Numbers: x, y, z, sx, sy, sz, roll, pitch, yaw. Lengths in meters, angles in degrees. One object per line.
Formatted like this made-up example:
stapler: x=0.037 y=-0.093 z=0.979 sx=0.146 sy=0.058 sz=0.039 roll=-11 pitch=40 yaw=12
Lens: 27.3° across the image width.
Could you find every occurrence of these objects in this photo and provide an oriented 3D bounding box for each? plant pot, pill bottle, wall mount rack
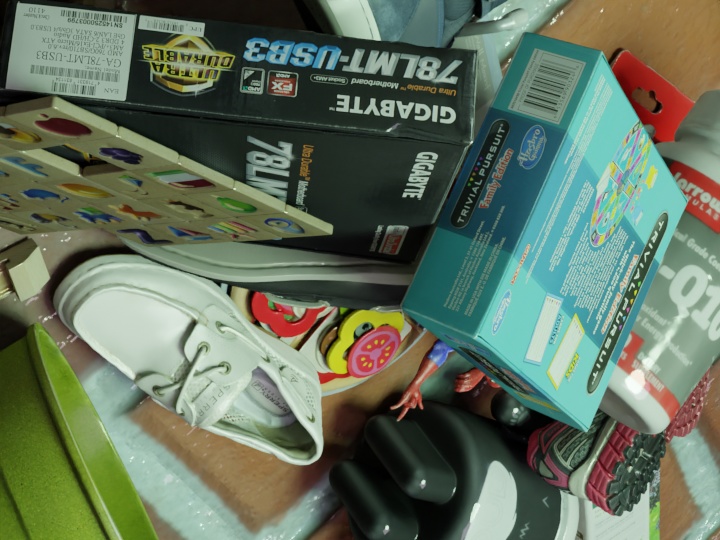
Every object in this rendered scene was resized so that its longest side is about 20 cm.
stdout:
plant pot: x=-0.211 y=0.161 z=0.777 sx=0.192 sy=0.201 sz=0.201 roll=-27 pitch=134 yaw=-7
pill bottle: x=0.199 y=-0.008 z=0.937 sx=0.201 sy=0.114 sz=0.114 roll=-53 pitch=138 yaw=-7
wall mount rack: x=0.110 y=-0.111 z=0.895 sx=0.174 sy=0.074 sz=0.202 roll=-40 pitch=122 yaw=-54

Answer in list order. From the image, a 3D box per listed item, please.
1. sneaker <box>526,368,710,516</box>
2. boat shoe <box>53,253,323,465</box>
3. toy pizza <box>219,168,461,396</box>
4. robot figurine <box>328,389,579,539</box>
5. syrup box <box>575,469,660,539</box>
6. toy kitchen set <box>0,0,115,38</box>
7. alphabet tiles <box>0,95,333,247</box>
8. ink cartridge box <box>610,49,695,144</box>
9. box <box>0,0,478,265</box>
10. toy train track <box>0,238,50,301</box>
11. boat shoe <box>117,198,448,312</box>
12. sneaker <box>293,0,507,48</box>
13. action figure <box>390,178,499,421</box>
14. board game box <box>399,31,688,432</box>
sneaker: x=0.190 y=0.084 z=1.031 sx=0.200 sy=0.074 sz=0.081 roll=-38 pitch=135 yaw=-44
boat shoe: x=-0.089 y=0.057 z=0.862 sx=0.071 sy=0.070 sz=0.199 roll=-44 pitch=130 yaw=18
toy pizza: x=0.000 y=0.000 z=0.942 sx=0.199 sy=0.032 sz=0.202 roll=-21 pitch=130 yaw=-28
robot figurine: x=0.068 y=0.161 z=1.048 sx=0.199 sy=0.150 sz=0.126 roll=23 pitch=59 yaw=-46
syrup box: x=0.180 y=0.151 z=1.163 sx=0.078 sy=0.081 sz=0.201 roll=-29 pitch=135 yaw=-22
toy kitchen set: x=-0.071 y=-0.145 z=0.656 sx=0.162 sy=0.200 sz=0.182 roll=-3 pitch=120 yaw=-38
alphabet tiles: x=-0.139 y=-0.039 z=0.694 sx=0.167 sy=0.199 sz=0.008 roll=23 pitch=71 yaw=-46
ink cartridge box: x=0.176 y=-0.038 z=1.036 sx=0.116 sy=0.067 sz=0.201 roll=23 pitch=102 yaw=-47
box: x=-0.057 y=-0.058 z=0.693 sx=0.197 sy=0.200 sz=0.050 roll=8 pitch=76 yaw=-4
toy train track: x=-0.249 y=0.044 z=0.763 sx=0.199 sy=0.033 sz=0.115 roll=-29 pitch=134 yaw=-20
boat shoe: x=-0.039 y=-0.014 z=0.830 sx=0.198 sy=0.074 sz=0.060 roll=2 pitch=151 yaw=-3
sneaker: x=0.045 y=-0.133 z=0.769 sx=0.146 sy=0.077 sz=0.203 roll=-36 pitch=157 yaw=-8
action figure: x=0.051 y=0.034 z=0.934 sx=0.099 sy=0.065 sz=0.200 roll=-57 pitch=142 yaw=-19
board game box: x=0.105 y=-0.012 z=0.791 sx=0.152 sy=0.047 sz=0.200 roll=-65 pitch=151 yaw=-8
